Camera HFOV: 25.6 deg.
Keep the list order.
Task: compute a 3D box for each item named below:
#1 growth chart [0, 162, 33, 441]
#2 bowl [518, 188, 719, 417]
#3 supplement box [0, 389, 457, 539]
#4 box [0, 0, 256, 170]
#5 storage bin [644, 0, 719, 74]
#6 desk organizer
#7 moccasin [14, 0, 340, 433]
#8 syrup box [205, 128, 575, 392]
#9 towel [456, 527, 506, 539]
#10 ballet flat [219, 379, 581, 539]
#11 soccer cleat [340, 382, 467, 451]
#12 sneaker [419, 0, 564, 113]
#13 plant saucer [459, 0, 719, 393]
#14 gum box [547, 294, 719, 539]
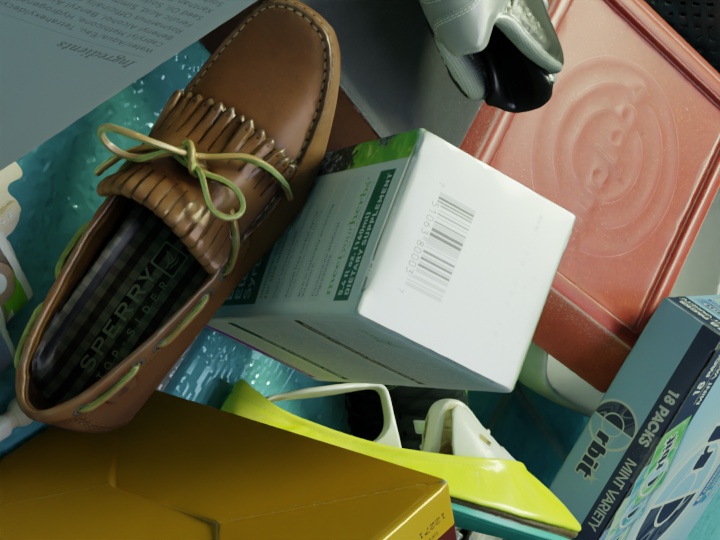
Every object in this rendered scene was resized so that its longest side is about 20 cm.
[{"bbox_3d":[-0.186,0.005,0.620,0.145,0.018,0.201,-33,123,-42],"label":"growth chart"},{"bbox_3d":[0.151,-0.010,0.979,0.199,0.074,0.201,18,85,-51],"label":"bowl"},{"bbox_3d":[-0.064,0.182,0.672,0.133,0.197,0.201,-33,123,-41],"label":"supplement box"},{"bbox_3d":[-0.117,-0.136,0.488,0.106,0.199,0.153,12,57,-51],"label":"box"},{"bbox_3d":[0.256,-0.179,0.960,0.135,0.199,0.094,-36,126,-39],"label":"storage bin"},{"bbox_3d":[-0.025,-0.120,0.734,0.200,0.077,0.072,49,62,-44],"label":"desk organizer"},{"bbox_3d":[-0.077,-0.024,0.649,0.202,0.074,0.078,-51,172,2],"label":"moccasin"},{"bbox_3d":[0.000,0.000,0.695,0.081,0.200,0.079,27,77,-23],"label":"syrup box"},{"bbox_3d":[0.039,0.220,0.892,0.193,0.034,0.200,-48,141,-14],"label":"towel"},{"bbox_3d":[0.021,0.093,0.797,0.199,0.067,0.067,11,78,-12],"label":"ballet flat"},{"bbox_3d":[0.024,0.091,0.861,0.081,0.067,0.200,-52,137,-23],"label":"soccer cleat"},{"bbox_3d":[0.065,-0.133,0.746,0.200,0.075,0.116,-32,104,-62],"label":"sneaker"},{"bbox_3d":[0.126,-0.061,0.860,0.200,0.037,0.200,35,75,-32],"label":"plant saucer"},{"bbox_3d":[0.187,0.095,0.938,0.200,0.044,0.170,-2,124,-60],"label":"gum box"}]
